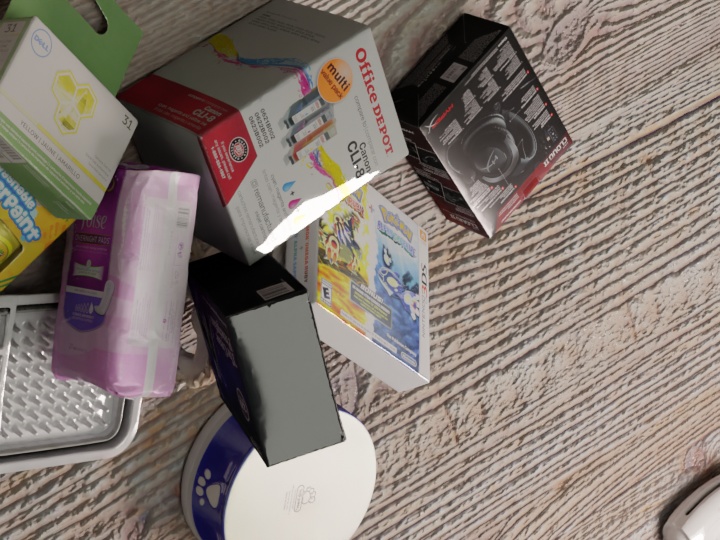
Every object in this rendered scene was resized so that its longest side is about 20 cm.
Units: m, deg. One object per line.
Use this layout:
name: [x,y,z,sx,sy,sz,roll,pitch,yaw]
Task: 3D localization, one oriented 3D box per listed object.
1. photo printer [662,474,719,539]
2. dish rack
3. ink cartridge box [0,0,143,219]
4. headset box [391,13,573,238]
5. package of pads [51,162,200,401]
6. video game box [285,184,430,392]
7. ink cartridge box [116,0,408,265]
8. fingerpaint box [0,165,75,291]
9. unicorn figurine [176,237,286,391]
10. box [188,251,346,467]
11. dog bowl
photo printer: [0.503,0.385,2.205,0.166,0.069,0.200,-31,126,-27]
dish rack: [-0.289,0.095,1.415,0.200,0.044,0.172,-3,110,-40]
ink cartridge box: [-0.240,-0.163,1.287,0.146,0.048,0.200,49,54,-45]
headset box: [0.127,-0.144,1.644,0.149,0.077,0.200,-49,133,-13]
package of pads: [-0.204,0.006,1.347,0.076,0.120,0.200,7,91,-41]
video game box: [0.000,0.000,1.549,0.200,0.047,0.182,36,42,-45]
ink cartridge box: [-0.086,-0.132,1.420,0.200,0.145,0.145,-37,128,-24]
fingerpaint box: [-0.354,-0.062,1.268,0.167,0.073,0.200,-46,132,-17]
unicorn figurine: [-0.129,0.029,1.496,0.200,0.074,0.137,-22,101,-9]
box: [-0.088,0.069,1.375,0.079,0.200,0.141,-20,107,-11]
dog bowl: [-0.082,0.219,1.622,0.200,0.079,0.200,-18,120,-34]
